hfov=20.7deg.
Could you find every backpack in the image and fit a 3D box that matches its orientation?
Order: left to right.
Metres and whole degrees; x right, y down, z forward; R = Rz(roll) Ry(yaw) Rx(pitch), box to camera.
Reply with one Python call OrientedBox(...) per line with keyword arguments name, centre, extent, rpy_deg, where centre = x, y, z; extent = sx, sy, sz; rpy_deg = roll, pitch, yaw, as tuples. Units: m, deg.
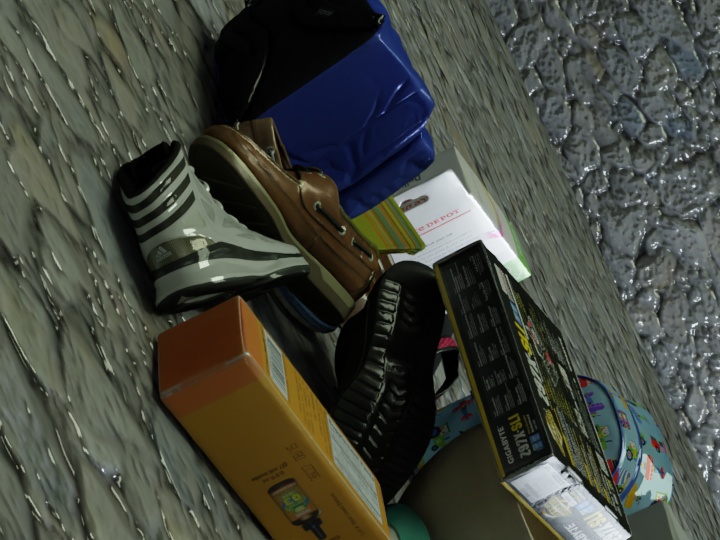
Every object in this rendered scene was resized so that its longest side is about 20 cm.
OrientedBox(name="backpack", centre=(-0.034, -0.149, 1.636), extent=(0.168, 0.162, 0.200), rpy_deg=(57, 5, -35))
OrientedBox(name="backpack", centre=(0.160, 0.173, 1.703), extent=(0.135, 0.200, 0.183), rpy_deg=(53, 19, -42))

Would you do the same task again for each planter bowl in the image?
OrientedBox(name="planter bowl", centre=(0.093, 0.224, 1.494), extent=(0.200, 0.135, 0.200), rpy_deg=(57, 15, -23))

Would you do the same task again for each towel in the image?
OrientedBox(name="towel", centre=(-0.018, -0.047, 1.695), extent=(0.086, 0.018, 0.200), rpy_deg=(55, 26, 17))

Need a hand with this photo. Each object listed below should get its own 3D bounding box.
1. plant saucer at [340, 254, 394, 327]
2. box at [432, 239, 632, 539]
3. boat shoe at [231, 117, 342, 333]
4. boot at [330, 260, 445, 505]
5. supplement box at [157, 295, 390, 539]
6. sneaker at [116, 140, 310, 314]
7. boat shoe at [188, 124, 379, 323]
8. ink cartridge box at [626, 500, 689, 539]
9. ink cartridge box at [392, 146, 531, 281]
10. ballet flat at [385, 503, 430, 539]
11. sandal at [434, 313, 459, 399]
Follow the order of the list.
OrientedBox(name="plant saucer", centre=(0.000, 0.000, 1.765), extent=(0.200, 0.032, 0.200), rpy_deg=(58, 16, -28))
OrientedBox(name="box", centre=(0.129, 0.097, 1.477), extent=(0.160, 0.049, 0.200), rpy_deg=(43, 25, -49))
OrientedBox(name="boat shoe", centre=(-0.050, -0.033, 1.539), extent=(0.200, 0.072, 0.072), rpy_deg=(56, 16, -34))
OrientedBox(name="boot", centre=(0.005, 0.106, 1.518), extent=(0.077, 0.138, 0.200), rpy_deg=(25, 65, -10))
OrientedBox(name="supplement box", centre=(-0.055, 0.113, 1.282), extent=(0.200, 0.066, 0.069), rpy_deg=(57, 13, -33))
OrientedBox(name="sneaker", centre=(-0.100, -0.036, 1.349), extent=(0.116, 0.076, 0.200), rpy_deg=(68, 16, 6))
OrientedBox(name="boat shoe", centre=(-0.055, -0.048, 1.461), extent=(0.072, 0.068, 0.200), rpy_deg=(18, -27, 44))
OrientedBox(name="ink cartridge box", centre=(0.199, 0.297, 1.630), extent=(0.147, 0.200, 0.083), rpy_deg=(57, 15, -31))
OrientedBox(name="ink cartridge box", centre=(0.073, -0.045, 1.931), extent=(0.200, 0.117, 0.067), rpy_deg=(50, 19, -49))
OrientedBox(name="ballet flat", centre=(0.019, 0.228, 1.369), extent=(0.070, 0.067, 0.200), rpy_deg=(32, 29, -33))
OrientedBox(name="sandal", centre=(0.061, 0.089, 1.745), extent=(0.200, 0.045, 0.075), rpy_deg=(-40, 142, -71))
